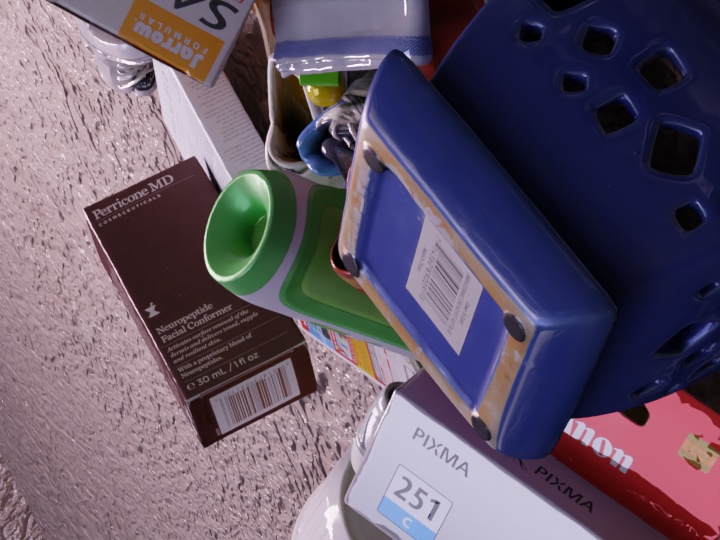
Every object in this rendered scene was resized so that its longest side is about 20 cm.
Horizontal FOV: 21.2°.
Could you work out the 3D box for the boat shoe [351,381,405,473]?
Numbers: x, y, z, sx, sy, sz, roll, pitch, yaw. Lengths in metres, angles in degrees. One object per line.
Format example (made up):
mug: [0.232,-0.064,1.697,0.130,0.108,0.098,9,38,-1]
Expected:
boat shoe: [0.078,0.142,1.180,0.200,0.070,0.072,37,133,21]

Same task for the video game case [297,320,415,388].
video game case: [-0.007,0.023,1.517,0.200,0.017,0.144,32,146,49]

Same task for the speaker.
speaker: [0.000,0.000,1.239,0.199,0.089,0.088,20,-176,-36]

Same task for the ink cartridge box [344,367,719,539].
ink cartridge box: [0.106,0.118,1.088,0.200,0.045,0.177,34,124,15]

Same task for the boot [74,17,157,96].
boot: [-0.183,-0.185,1.573,0.096,0.073,0.200,65,171,-31]

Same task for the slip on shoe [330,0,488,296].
slip on shoe: [0.034,-0.077,1.124,0.074,0.061,0.201,25,100,41]

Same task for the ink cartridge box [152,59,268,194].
ink cartridge box: [-0.100,-0.078,1.488,0.201,0.043,0.196,61,170,13]

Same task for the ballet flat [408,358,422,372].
ballet flat: [0.069,0.069,1.364,0.201,0.069,0.069,64,158,-7]

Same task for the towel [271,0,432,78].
towel: [-0.016,-0.213,1.122,0.147,0.024,0.201,7,106,53]

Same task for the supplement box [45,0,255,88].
supplement box: [-0.129,-0.189,1.242,0.126,0.074,0.200,27,-169,-8]

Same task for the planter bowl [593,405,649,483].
planter bowl: [0.130,0.077,1.191,0.200,0.083,0.201,46,156,27]

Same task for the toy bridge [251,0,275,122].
toy bridge: [-0.082,-0.196,1.387,0.067,0.027,0.201,7,126,62]

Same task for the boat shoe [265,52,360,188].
boat shoe: [-0.039,-0.092,1.352,0.071,0.070,0.201,32,148,19]

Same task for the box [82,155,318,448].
box: [-0.120,0.020,1.433,0.200,0.100,0.075,56,167,34]

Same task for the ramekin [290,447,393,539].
ramekin: [0.052,0.198,1.387,0.203,0.202,0.094,49,145,24]

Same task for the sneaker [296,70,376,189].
sneaker: [0.026,-0.078,1.221,0.200,0.085,0.077,6,123,62]

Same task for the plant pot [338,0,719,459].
plant pot: [0.104,-0.032,0.982,0.200,0.179,0.200,52,158,20]

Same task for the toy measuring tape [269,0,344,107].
toy measuring tape: [-0.024,-0.203,1.221,0.073,0.073,0.201,29,127,52]
